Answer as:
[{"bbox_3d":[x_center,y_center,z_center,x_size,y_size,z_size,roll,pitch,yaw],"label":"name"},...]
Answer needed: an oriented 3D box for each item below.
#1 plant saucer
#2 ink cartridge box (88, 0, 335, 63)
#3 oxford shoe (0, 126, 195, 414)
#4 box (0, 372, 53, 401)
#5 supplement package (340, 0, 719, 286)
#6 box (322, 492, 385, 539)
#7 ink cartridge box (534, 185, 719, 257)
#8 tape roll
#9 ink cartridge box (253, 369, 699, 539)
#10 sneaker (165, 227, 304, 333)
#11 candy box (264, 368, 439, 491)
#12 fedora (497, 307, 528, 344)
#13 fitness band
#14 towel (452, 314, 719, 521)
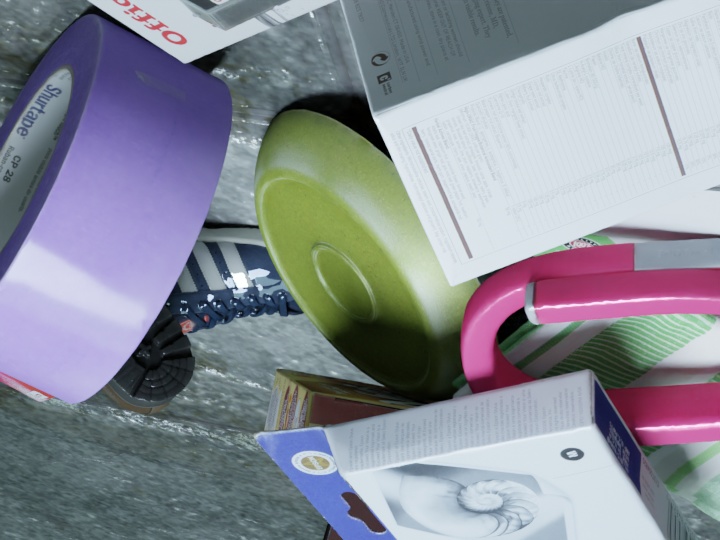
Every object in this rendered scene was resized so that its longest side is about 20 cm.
[{"bbox_3d":[0.000,0.000,1.372,0.200,0.031,0.201,41,153,25],"label":"plant saucer"},{"bbox_3d":[-0.066,-0.184,1.089,0.146,0.083,0.199,31,151,-31],"label":"ink cartridge box"},{"bbox_3d":[-0.177,0.003,1.462,0.072,0.201,0.084,-24,171,-21],"label":"oxford shoe"},{"bbox_3d":[-0.254,-0.001,1.575,0.199,0.096,0.099,30,153,-28],"label":"box"},{"bbox_3d":[0.104,-0.098,1.011,0.199,0.110,0.114,-20,135,6],"label":"supplement package"},{"bbox_3d":[0.044,0.252,1.833,0.165,0.165,0.200,16,155,2],"label":"box"},{"bbox_3d":[0.148,-0.076,1.177,0.145,0.085,0.200,8,154,17],"label":"ink cartridge box"},{"bbox_3d":[-0.156,-0.034,1.319,0.085,0.201,0.200,25,154,-20],"label":"tape roll"},{"bbox_3d":[0.068,0.137,1.314,0.199,0.041,0.200,-12,142,22],"label":"ink cartridge box"},{"bbox_3d":[-0.101,0.017,1.529,0.198,0.085,0.075,13,156,9],"label":"sneaker"},{"bbox_3d":[0.010,0.100,1.440,0.114,0.056,0.200,10,-179,-8],"label":"candy box"},{"bbox_3d":[0.145,0.034,1.401,0.199,0.092,0.201,14,155,6],"label":"fedora"},{"bbox_3d":[0.150,0.042,1.233,0.198,0.038,0.144,-3,142,15],"label":"fitness band"},{"bbox_3d":[0.170,0.073,1.317,0.199,0.024,0.153,25,139,-21],"label":"towel"}]
